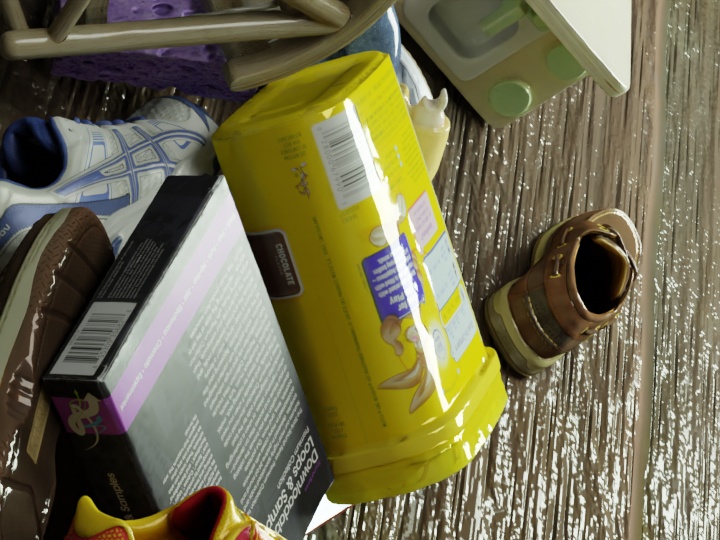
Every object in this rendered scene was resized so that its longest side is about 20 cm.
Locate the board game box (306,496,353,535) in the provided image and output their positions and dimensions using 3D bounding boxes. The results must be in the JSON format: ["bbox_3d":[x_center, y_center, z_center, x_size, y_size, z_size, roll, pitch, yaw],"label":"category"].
[{"bbox_3d":[-0.038,0.085,1.528,0.200,0.019,0.103,-25,88,-61],"label":"board game box"}]

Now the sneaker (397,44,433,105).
[{"bbox_3d":[-0.038,-0.128,1.656,0.200,0.070,0.108,53,26,-3],"label":"sneaker"}]

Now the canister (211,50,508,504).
[{"bbox_3d":[0.000,0.000,1.498,0.149,0.086,0.201,-49,123,-67],"label":"canister"}]

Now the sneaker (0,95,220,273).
[{"bbox_3d":[-0.132,-0.052,1.441,0.088,0.075,0.200,53,30,-14],"label":"sneaker"}]

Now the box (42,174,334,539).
[{"bbox_3d":[-0.076,0.077,1.358,0.143,0.036,0.201,-62,143,-43],"label":"box"}]

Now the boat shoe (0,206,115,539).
[{"bbox_3d":[-0.168,0.050,1.291,0.203,0.074,0.075,-74,152,-43],"label":"boat shoe"}]

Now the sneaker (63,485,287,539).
[{"bbox_3d":[-0.050,0.138,1.292,0.199,0.078,0.073,9,14,-47],"label":"sneaker"}]

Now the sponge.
[{"bbox_3d":[-0.110,-0.181,1.572,0.111,0.030,0.201,6,51,-11],"label":"sponge"}]

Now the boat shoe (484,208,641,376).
[{"bbox_3d":[0.146,0.006,1.835,0.072,0.067,0.200,58,29,-5],"label":"boat shoe"}]

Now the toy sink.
[{"bbox_3d":[0.095,-0.184,1.876,0.130,0.112,0.200,45,28,-26],"label":"toy sink"}]

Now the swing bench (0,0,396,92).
[{"bbox_3d":[-0.100,-0.208,1.489,0.199,0.130,0.200,6,47,-38],"label":"swing bench"}]

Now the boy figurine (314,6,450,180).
[{"bbox_3d":[-0.011,-0.069,1.615,0.065,0.124,0.201,-83,170,-66],"label":"boy figurine"}]
